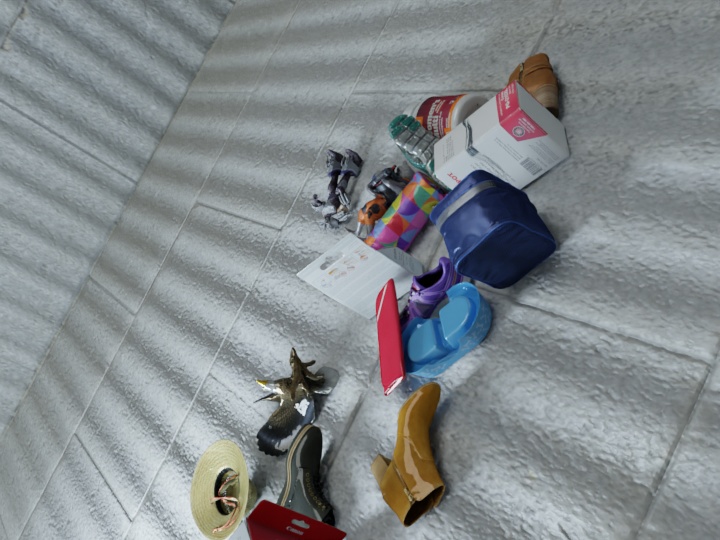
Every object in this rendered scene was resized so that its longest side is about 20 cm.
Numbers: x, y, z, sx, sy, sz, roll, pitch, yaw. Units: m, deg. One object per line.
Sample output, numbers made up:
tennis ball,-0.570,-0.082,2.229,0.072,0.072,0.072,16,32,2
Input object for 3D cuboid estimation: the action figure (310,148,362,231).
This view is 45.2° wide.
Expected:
action figure,-0.060,-0.181,2.016,0.128,0.069,0.205,-6,63,42

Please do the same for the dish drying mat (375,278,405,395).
dish drying mat,0.051,0.118,1.560,0.077,0.018,0.204,128,148,-46

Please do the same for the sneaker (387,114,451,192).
sneaker,0.139,-0.222,1.700,0.077,0.200,0.091,-43,-13,-5

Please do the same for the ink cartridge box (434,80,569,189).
ink cartridge box,0.245,-0.213,1.529,0.199,0.144,0.086,-35,37,34

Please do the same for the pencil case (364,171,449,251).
pencil case,0.090,-0.101,1.722,0.201,0.088,0.089,-51,32,14

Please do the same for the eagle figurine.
eagle figurine,-0.146,0.256,1.754,0.151,0.150,0.203,-34,-28,-43

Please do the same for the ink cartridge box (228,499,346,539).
ink cartridge box,-0.130,0.495,1.430,0.177,0.198,0.084,-52,33,12

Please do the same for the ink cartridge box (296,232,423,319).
ink cartridge box,0.000,0.000,1.652,0.159,0.198,0.048,-35,39,32

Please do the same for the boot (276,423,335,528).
boot,-0.079,0.394,1.576,0.137,0.076,0.205,6,82,52

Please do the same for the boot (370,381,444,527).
boot,0.102,0.298,1.400,0.204,0.070,0.144,-58,37,8

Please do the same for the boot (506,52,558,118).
boot,0.284,-0.311,1.629,0.197,0.074,0.158,-23,47,28

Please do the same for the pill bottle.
pill bottle,0.171,-0.295,1.737,0.198,0.109,0.112,13,74,57

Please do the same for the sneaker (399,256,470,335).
sneaker,0.109,0.049,1.568,0.201,0.082,0.081,-50,32,20

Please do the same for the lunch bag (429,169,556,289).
lunch bag,0.217,-0.071,1.414,0.135,0.198,0.134,-40,55,24

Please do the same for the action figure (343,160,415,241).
action figure,0.048,-0.145,1.841,0.195,0.104,0.200,-51,5,1

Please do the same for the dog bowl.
dog bowl,0.147,0.109,1.497,0.199,0.049,0.113,-41,36,27

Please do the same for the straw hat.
straw hat,-0.257,0.452,1.760,0.198,0.084,0.206,-20,60,40
